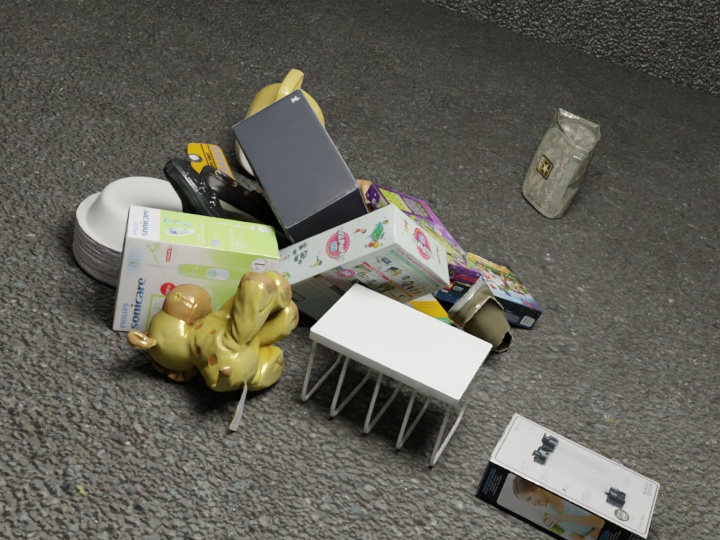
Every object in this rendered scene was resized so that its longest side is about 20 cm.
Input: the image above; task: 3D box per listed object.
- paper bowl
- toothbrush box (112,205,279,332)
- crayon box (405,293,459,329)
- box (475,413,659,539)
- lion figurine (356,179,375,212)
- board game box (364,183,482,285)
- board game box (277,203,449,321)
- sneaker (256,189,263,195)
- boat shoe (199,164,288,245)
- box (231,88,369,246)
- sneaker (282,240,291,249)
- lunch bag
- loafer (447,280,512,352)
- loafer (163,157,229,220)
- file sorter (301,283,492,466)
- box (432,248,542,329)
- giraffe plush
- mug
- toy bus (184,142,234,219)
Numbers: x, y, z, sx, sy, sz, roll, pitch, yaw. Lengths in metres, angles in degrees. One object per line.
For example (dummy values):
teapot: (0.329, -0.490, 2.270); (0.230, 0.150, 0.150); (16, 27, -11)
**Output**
paper bowl: (-0.313, -0.062, 1.401); (0.199, 0.105, 0.201); (13, 30, -8)
toothbrush box: (-0.220, 0.009, 1.283); (0.198, 0.147, 0.086); (9, 30, -15)
crayon box: (0.064, 0.078, 1.408); (0.125, 0.052, 0.200); (0, 32, -28)
box: (0.253, 0.266, 1.173); (0.199, 0.061, 0.117); (25, 30, 13)
lion figurine: (0.026, -0.097, 1.593); (0.072, 0.200, 0.123); (-6, 54, 23)
board game box: (0.095, -0.058, 1.490); (0.119, 0.032, 0.200); (11, 30, -35)
board game box: (0.000, 0.000, 1.309); (0.147, 0.199, 0.065); (35, 42, -48)
sneaker: (-0.113, -0.086, 1.598); (0.199, 0.114, 0.071); (0, 17, 39)
boat shoe: (-0.169, -0.096, 1.502); (0.200, 0.064, 0.073); (29, -19, -26)
box: (-0.073, -0.114, 1.393); (0.122, 0.199, 0.201); (-29, 60, -2)
sneaker: (-0.026, -0.021, 1.525); (0.198, 0.075, 0.089); (5, 8, -7)
lunch bag: (0.411, -0.217, 1.977); (0.117, 0.165, 0.200); (23, 29, 0)
loafer: (0.185, 0.073, 1.392); (0.070, 0.075, 0.200); (46, 6, 24)
loafer: (-0.217, -0.062, 1.328); (0.070, 0.201, 0.068); (-27, 27, 9)
file sorter: (0.040, 0.133, 1.224); (0.199, 0.125, 0.139); (24, 31, 14)
box: (0.181, 0.016, 1.538); (0.199, 0.038, 0.137); (19, 26, -29)
giraffe plush: (-0.190, 0.082, 1.202); (0.161, 0.173, 0.201); (15, 62, 18)
mug: (-0.162, -0.256, 1.751); (0.148, 0.188, 0.154); (-3, 33, 20)
toy bus: (-0.254, -0.140, 1.605); (0.078, 0.066, 0.200); (4, 31, -24)
